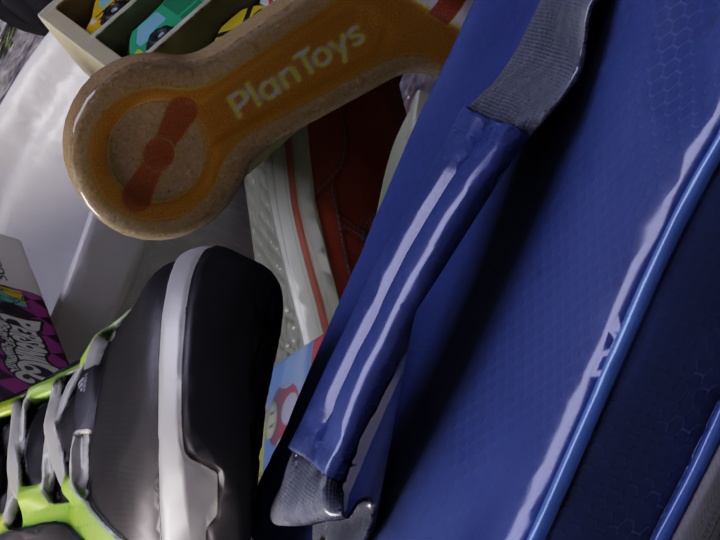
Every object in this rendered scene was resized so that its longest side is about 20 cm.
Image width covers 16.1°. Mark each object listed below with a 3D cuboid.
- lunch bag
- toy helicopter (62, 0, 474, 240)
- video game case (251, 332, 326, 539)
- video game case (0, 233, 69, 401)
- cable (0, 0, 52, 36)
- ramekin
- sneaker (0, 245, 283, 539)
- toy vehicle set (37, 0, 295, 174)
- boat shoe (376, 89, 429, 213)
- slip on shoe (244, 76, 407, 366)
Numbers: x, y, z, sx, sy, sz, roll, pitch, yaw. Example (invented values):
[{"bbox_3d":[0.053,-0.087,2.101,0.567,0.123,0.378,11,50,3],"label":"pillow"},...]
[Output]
[{"bbox_3d":[0.059,0.022,0.513,0.200,0.132,0.136,-65,21,4],"label":"lunch bag"},{"bbox_3d":[0.009,-0.080,0.645,0.200,0.132,0.079,-32,21,-7],"label":"toy helicopter"},{"bbox_3d":[-0.058,0.114,0.666,0.200,0.017,0.143,-34,44,50],"label":"video game case"},{"bbox_3d":[-0.134,0.110,0.751,0.200,0.036,0.181,-66,26,17],"label":"video game case"},{"bbox_3d":[-0.107,-0.195,1.044,0.069,0.200,0.200,33,110,31],"label":"cable"},{"bbox_3d":[-0.081,0.012,0.893,0.200,0.105,0.200,-49,28,38],"label":"ramekin"},{"bbox_3d":[-0.072,0.060,0.563,0.200,0.083,0.072,115,165,-53],"label":"sneaker"},{"bbox_3d":[0.003,-0.118,0.779,0.200,0.027,0.124,-42,33,-8],"label":"toy vehicle set"},{"bbox_3d":[0.031,0.035,0.668,0.072,0.060,0.202,102,173,-48],"label":"boat shoe"},{"bbox_3d":[0.000,0.000,0.773,0.074,0.061,0.200,105,161,-57],"label":"slip on shoe"}]
